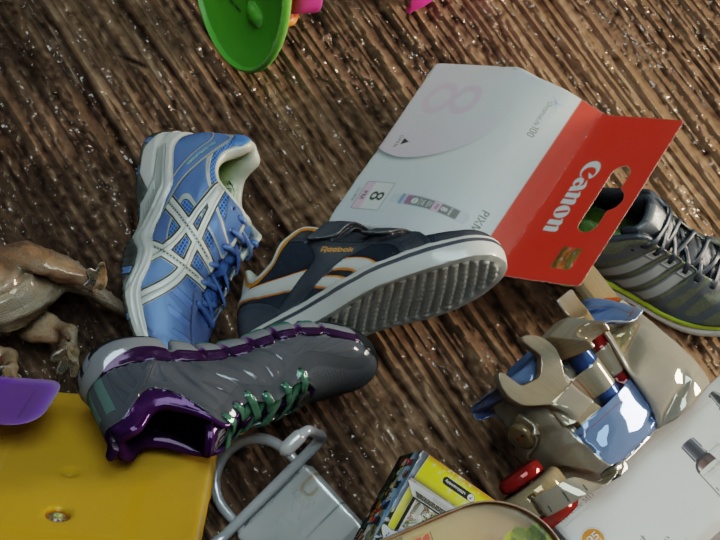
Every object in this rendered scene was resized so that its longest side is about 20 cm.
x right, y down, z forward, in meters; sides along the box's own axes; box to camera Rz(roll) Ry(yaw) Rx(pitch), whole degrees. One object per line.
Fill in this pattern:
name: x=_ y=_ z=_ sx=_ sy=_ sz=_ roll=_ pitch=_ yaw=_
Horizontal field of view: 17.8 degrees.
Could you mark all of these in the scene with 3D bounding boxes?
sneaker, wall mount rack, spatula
sneaker: x=-0.078 y=0.088 z=1.473 sx=0.200 sy=0.074 sz=0.088 roll=-5 pitch=45 yaw=-18
sneaker: x=0.209 y=-0.012 z=1.607 sx=0.200 sy=0.081 sz=0.074 roll=14 pitch=61 yaw=-1
wall mount rack: x=-0.051 y=0.201 z=1.464 sx=0.174 sy=0.075 sz=0.200 roll=-45 pitch=73 yaw=3
sneaker: x=-0.112 y=-0.012 z=1.553 sx=0.077 sy=0.076 sz=0.200 roll=-8 pitch=62 yaw=17
sneaker: x=0.000 y=0.000 z=1.529 sx=0.200 sy=0.078 sz=0.079 roll=-22 pitch=60 yaw=22
spatula: x=-0.291 y=0.094 z=1.471 sx=0.200 sy=0.021 sz=0.057 roll=-11 pitch=25 yaw=17

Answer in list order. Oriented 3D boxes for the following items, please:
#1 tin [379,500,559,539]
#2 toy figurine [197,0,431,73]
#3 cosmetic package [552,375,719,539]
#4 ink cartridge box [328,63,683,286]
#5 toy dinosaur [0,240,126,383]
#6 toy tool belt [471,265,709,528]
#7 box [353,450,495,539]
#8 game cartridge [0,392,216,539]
tin: x=0.034 y=0.207 z=1.350 sx=0.200 sy=0.042 sz=0.112 roll=-19 pitch=92 yaw=-24
toy figurine: x=-0.022 y=-0.243 z=1.693 sx=0.184 sy=0.150 sz=0.200 roll=-10 pitch=39 yaw=-28
cosmetic package: x=0.217 y=0.145 z=1.542 sx=0.200 sy=0.051 sz=0.083 roll=-37 pitch=72 yaw=-24
ink cartridge box: x=0.097 y=-0.070 z=1.580 sx=0.200 sy=0.057 sz=0.163 roll=4 pitch=49 yaw=44
toy dinosaur: x=-0.249 y=0.014 z=1.533 sx=0.200 sy=0.086 sz=0.136 roll=-13 pitch=27 yaw=-32
toy tool belt: x=0.129 y=0.079 z=1.509 sx=0.123 sy=0.125 sz=0.200 roll=53 pitch=47 yaw=0
box: x=0.077 y=0.222 z=1.405 sx=0.200 sy=0.038 sz=0.137 roll=36 pitch=69 yaw=-12
game cartridge: x=-0.182 y=0.139 z=1.438 sx=0.176 sy=0.032 sz=0.200 roll=6 pitch=26 yaw=0
